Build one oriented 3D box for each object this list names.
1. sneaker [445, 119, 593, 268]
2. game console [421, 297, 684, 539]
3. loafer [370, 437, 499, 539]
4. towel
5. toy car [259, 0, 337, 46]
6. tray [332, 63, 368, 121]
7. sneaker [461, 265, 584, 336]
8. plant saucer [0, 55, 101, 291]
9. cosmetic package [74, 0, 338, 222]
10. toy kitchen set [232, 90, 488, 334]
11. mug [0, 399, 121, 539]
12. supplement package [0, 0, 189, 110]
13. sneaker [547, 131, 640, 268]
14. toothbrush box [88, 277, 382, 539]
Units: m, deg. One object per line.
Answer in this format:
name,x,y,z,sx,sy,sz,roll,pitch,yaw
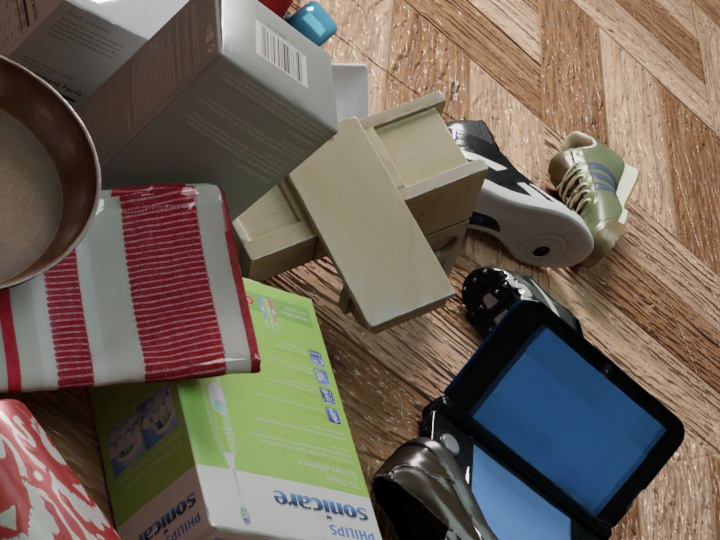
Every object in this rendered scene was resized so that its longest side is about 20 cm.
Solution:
sneaker,0.136,-0.081,1.669,0.200,0.073,0.112,24,41,-38
game console,0.154,0.154,1.387,0.200,0.118,0.171,38,31,-22
loafer,0.064,0.214,1.255,0.071,0.073,0.200,-13,63,-48
towel,-0.168,0.008,1.080,0.200,0.023,0.144,-3,53,-15
toy car,-0.067,-0.280,1.473,0.184,0.200,0.177,49,29,-4
tray,-0.053,-0.115,1.453,0.200,0.022,0.108,-9,102,-58
sneaker,0.170,0.078,1.547,0.090,0.066,0.200,-9,63,-55
plant saucer,-0.255,-0.057,1.063,0.200,0.035,0.200,13,48,-14
cosmetic package,-0.120,-0.084,1.182,0.107,0.200,0.090,33,36,-35
toy kitchen set,0.000,0.000,1.389,0.200,0.181,0.163,-21,66,-19
mug,-0.171,0.185,0.923,0.133,0.178,0.200,-29,75,-24
supplement package,-0.175,-0.179,1.298,0.200,0.111,0.156,24,40,-41
sneaker,0.222,-0.078,1.806,0.090,0.067,0.200,40,30,-6
toothbrush box,-0.085,0.103,1.135,0.145,0.086,0.200,17,43,-43
